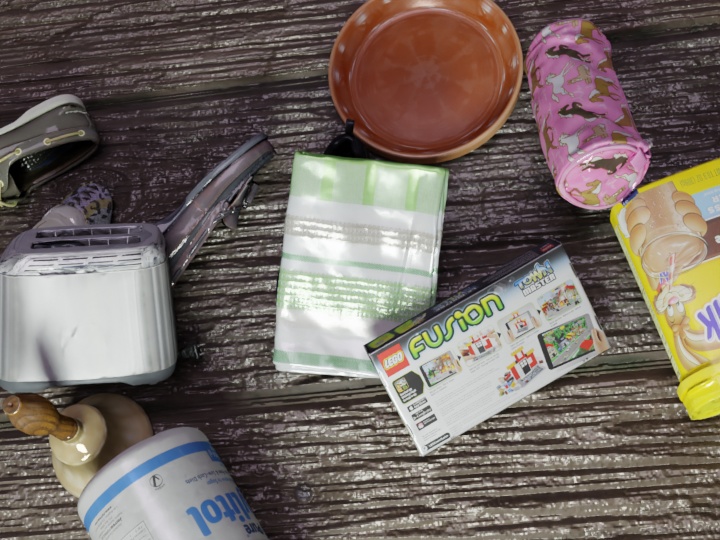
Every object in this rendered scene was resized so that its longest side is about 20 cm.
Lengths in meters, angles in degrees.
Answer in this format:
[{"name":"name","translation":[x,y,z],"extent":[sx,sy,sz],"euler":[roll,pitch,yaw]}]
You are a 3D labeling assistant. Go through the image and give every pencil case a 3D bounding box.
[{"name":"pencil case","translation":[0.207,-0.150,1.003],"extent":[0.085,0.083,0.202],"euler":[10,45,-16]}]

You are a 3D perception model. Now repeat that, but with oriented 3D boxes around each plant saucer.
[{"name":"plant saucer","translation":[0.066,-0.201,1.102],"extent":[0.197,0.032,0.203],"euler":[-2,71,7]}]

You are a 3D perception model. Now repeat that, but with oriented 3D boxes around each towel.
[{"name":"towel","translation":[0.000,0.000,0.980],"extent":[0.147,0.031,0.203],"euler":[5,101,-4]}]

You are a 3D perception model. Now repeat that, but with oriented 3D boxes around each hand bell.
[{"name":"hand bell","translation":[-0.262,0.136,0.947],"extent":[0.103,0.200,0.106],"euler":[-3,70,8]}]

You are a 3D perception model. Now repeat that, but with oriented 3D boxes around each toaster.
[{"name":"toaster","translation":[-0.244,0.032,0.995],"extent":[0.197,0.114,0.131],"euler":[-3,109,-7]}]

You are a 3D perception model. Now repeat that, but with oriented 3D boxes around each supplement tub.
[{"name":"supplement tub","translation":[-0.143,0.250,0.928],"extent":[0.131,0.132,0.201],"euler":[-35,70,-4]}]

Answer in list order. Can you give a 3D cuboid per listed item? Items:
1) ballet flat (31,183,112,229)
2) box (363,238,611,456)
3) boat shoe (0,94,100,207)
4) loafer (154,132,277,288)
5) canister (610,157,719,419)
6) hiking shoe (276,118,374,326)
[{"name":"ballet flat","translation":[-0.311,-0.006,1.074],"extent":[0.071,0.072,0.202],"euler":[23,76,16]},{"name":"box","translation":[0.114,0.068,0.973],"extent":[0.198,0.035,0.111],"euler":[-29,102,-2]},{"name":"boat shoe","translation":[-0.362,-0.104,1.114],"extent":[0.200,0.072,0.061],"euler":[-34,65,-8]},{"name":"loafer","translation":[-0.151,-0.049,1.073],"extent":[0.200,0.072,0.063],"euler":[-43,90,-1]},{"name":"canister","translation":[0.322,0.011,0.962],"extent":[0.147,0.087,0.202],"euler":[-20,68,3]},{"name":"hiking shoe","translation":[-0.040,-0.042,1.026],"extent":[0.075,0.101,0.203],"euler":[11,73,14]}]
